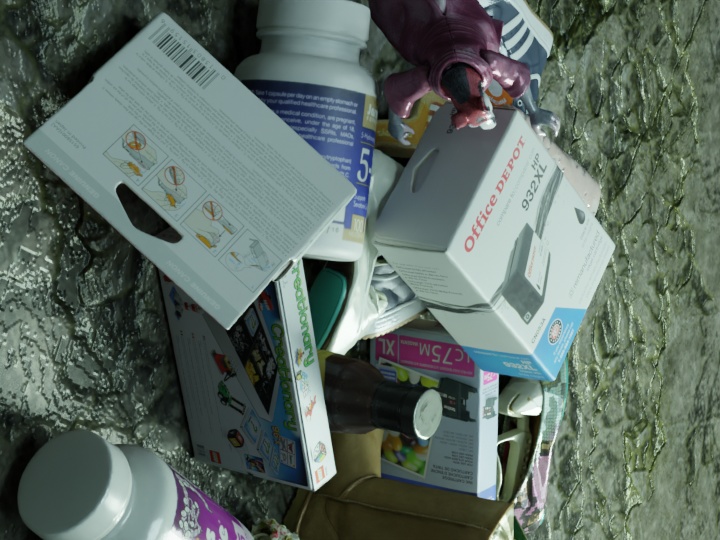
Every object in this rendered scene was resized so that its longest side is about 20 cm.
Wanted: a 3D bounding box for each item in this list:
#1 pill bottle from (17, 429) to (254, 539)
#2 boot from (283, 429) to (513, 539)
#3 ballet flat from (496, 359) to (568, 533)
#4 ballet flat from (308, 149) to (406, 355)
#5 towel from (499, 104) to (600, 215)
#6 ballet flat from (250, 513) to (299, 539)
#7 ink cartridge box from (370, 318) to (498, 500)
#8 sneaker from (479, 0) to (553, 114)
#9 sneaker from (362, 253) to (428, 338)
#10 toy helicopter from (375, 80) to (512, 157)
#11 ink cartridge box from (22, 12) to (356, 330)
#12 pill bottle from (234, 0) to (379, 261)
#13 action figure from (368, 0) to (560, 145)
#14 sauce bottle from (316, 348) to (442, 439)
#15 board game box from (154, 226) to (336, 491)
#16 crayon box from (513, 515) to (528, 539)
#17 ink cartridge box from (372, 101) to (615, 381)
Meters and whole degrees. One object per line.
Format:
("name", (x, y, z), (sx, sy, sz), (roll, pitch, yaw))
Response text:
("pill bottle", (-0.167, 0.198, 1.502), (0.200, 0.112, 0.113), (46, 60, -49))
("boot", (0.047, 0.192, 1.727), (0.066, 0.199, 0.176), (40, 65, -51))
("ballet flat", (0.161, 0.164, 2.012), (0.071, 0.069, 0.201), (9, 91, -36))
("ballet flat", (0.000, 0.000, 1.662), (0.069, 0.069, 0.201), (4, 103, -55))
("towel", (0.150, -0.028, 1.823), (0.200, 0.032, 0.192), (34, 70, -56))
("ballet flat", (-0.117, 0.268, 1.644), (0.064, 0.075, 0.200), (57, 40, -4))
("ink cartridge box", (0.065, 0.146, 1.813), (0.042, 0.119, 0.201), (-22, 116, -54))
("sneaker", (0.116, -0.199, 1.848), (0.200, 0.070, 0.109), (29, 72, -57))
("sneaker", (0.045, -0.024, 1.775), (0.200, 0.070, 0.109), (-30, 123, -45))
("toy helicopter", (0.054, -0.107, 1.766), (0.199, 0.079, 0.133), (-3, 75, -38))
("ink cartridge box", (-0.125, -0.067, 1.454), (0.200, 0.044, 0.174), (42, 54, -1))
("pill bottle", (-0.047, -0.113, 1.590), (0.119, 0.119, 0.201), (8, 88, -55))
("action figure", (0.079, -0.176, 1.576), (0.200, 0.133, 0.150), (-105, -174, -60))
("sauce bottle", (-0.027, 0.095, 1.600), (0.066, 0.199, 0.066), (-14, 108, -51))
("board game box", (-0.091, 0.068, 1.567), (0.035, 0.126, 0.201), (-35, 125, -45))
("crayon box", (0.079, 0.319, 1.780), (0.200, 0.127, 0.051), (-40, 149, 20))
("ink cartridge box", (0.115, -0.023, 1.678), (0.200, 0.083, 0.146), (48, 61, -42))
